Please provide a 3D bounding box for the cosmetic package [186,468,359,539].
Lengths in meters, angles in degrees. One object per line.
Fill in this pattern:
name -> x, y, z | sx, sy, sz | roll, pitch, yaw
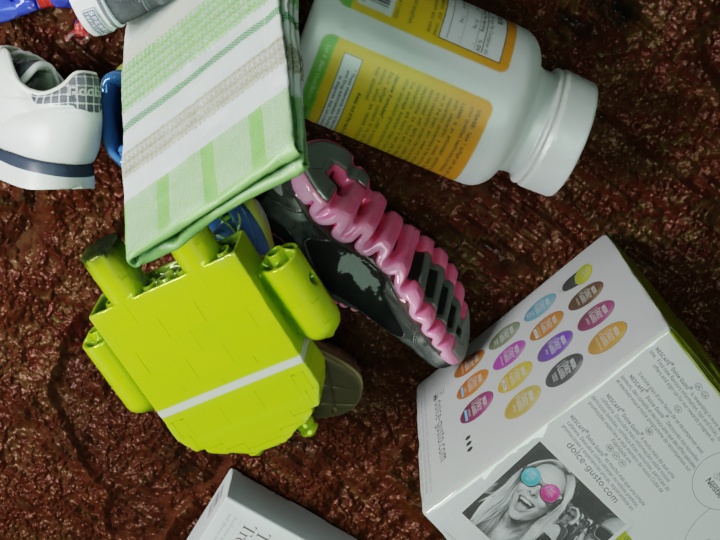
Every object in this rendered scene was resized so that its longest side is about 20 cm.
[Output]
cosmetic package -> -0.093, 0.286, 0.926 | 0.149, 0.052, 0.202 | 29, 107, -11

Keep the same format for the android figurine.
android figurine -> -0.100, 0.050, 0.768 | 0.180, 0.041, 0.201 | -24, 117, 20

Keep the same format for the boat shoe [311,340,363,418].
boat shoe -> -0.090, 0.051, 0.835 | 0.196, 0.068, 0.073 | 16, 126, -3

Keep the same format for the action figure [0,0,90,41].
action figure -> -0.239, -0.186, 0.748 | 0.196, 0.099, 0.067 | -6, 107, 0

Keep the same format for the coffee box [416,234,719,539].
coffee box -> 0.175, 0.133, 0.790 | 0.197, 0.200, 0.200 | -39, 103, 13

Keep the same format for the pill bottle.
pill bottle -> 0.054, -0.125, 0.752 | 0.197, 0.111, 0.113 | 22, 108, -6

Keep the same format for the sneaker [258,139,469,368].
sneaker -> 0.000, 0.000, 0.827 | 0.095, 0.079, 0.200 | -33, 105, 34

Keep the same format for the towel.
towel -> -0.089, -0.116, 0.667 | 0.148, 0.203, 0.030 | -28, 145, 34

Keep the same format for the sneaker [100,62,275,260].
sneaker -> -0.126, -0.051, 0.762 | 0.075, 0.105, 0.202 | -30, 89, 13

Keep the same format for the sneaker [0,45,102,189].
sneaker -> -0.249, -0.116, 0.759 | 0.197, 0.076, 0.082 | 20, 109, 26

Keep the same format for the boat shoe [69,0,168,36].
boat shoe -> -0.167, -0.251, 0.707 | 0.067, 0.072, 0.203 | -19, 75, 7
